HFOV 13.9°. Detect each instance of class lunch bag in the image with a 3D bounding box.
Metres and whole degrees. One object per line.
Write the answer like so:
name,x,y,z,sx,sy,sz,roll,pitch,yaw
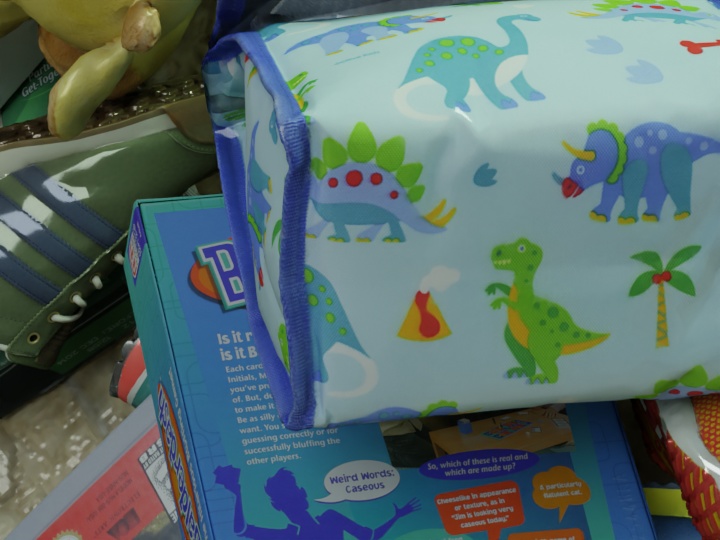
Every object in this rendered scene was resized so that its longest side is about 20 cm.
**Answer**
lunch bag,0.041,-0.041,0.960,0.169,0.200,0.128,-3,110,-8

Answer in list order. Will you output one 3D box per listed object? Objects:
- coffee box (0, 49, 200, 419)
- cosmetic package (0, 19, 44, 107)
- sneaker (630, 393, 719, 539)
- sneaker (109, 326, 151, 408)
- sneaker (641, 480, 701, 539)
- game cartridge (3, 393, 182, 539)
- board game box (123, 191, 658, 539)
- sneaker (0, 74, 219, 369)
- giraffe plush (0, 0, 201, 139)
coffee box,-0.145,-0.056,1.205,0.123,0.044,0.200,-34,64,9
cosmetic package,-0.196,-0.071,1.177,0.200,0.051,0.083,-49,61,1
sneaker,0.128,0.035,1.002,0.077,0.073,0.200,-22,25,0
sneaker,0.000,0.000,1.122,0.093,0.070,0.200,43,91,5
sneaker,0.055,0.117,1.054,0.199,0.066,0.079,0,75,22
game cartridge,-0.060,0.120,1.076,0.200,0.041,0.133,-44,68,29
board game box,0.012,0.062,0.993,0.151,0.045,0.201,-5,58,-15
sneaker,-0.123,-0.009,1.126,0.199,0.067,0.090,-17,103,-2
giraffe plush,-0.096,-0.126,1.035,0.199,0.162,0.173,-5,111,4
